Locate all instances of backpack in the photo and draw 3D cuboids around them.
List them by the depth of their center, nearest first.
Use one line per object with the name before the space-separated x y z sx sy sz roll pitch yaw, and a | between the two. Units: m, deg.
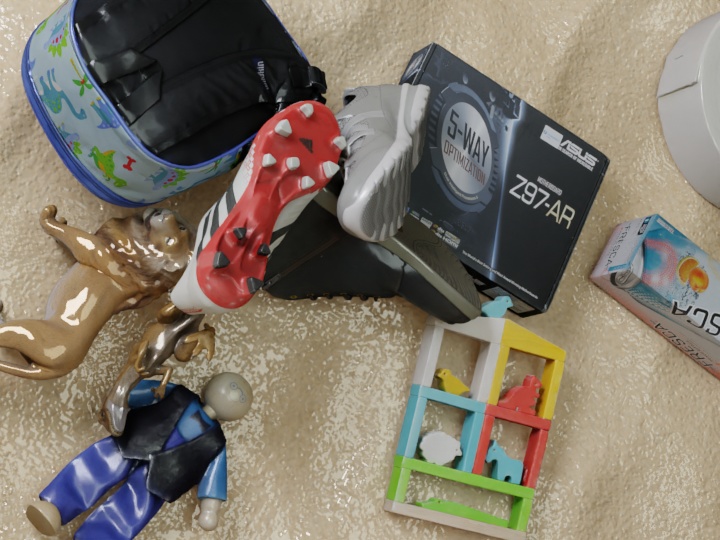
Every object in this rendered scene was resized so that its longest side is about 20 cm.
backpack | -0.159 -0.145 1.332 0.183 0.147 0.200 56 43 -7

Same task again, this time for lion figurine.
lion figurine | -0.213 0.024 1.319 0.122 0.073 0.200 32 75 11

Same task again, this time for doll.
doll | -0.158 0.150 1.356 0.137 0.048 0.200 48 61 0

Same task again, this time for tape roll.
tape roll | 0.379 -0.154 1.634 0.201 0.071 0.204 4 81 -24

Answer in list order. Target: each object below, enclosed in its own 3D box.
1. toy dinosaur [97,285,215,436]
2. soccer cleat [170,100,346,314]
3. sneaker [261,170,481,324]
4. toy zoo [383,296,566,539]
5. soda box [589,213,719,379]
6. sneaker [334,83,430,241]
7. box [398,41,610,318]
toy dinosaur | -0.137 0.039 1.346 0.060 0.106 0.200 48 64 -9
soccer cleat | -0.078 -0.048 1.300 0.069 0.085 0.201 40 56 -21
sneaker | 0.000 0.000 1.430 0.200 0.075 0.106 36 114 -20
toy zoo | 0.102 0.119 1.482 0.131 0.020 0.201 17 83 -22
soda box | 0.307 0.034 1.572 0.200 0.068 0.064 36 70 -17
sneaker | 0.002 -0.086 1.381 0.082 0.200 0.075 8 121 7
box | 0.103 -0.076 1.511 0.200 0.043 0.161 32 71 -17
